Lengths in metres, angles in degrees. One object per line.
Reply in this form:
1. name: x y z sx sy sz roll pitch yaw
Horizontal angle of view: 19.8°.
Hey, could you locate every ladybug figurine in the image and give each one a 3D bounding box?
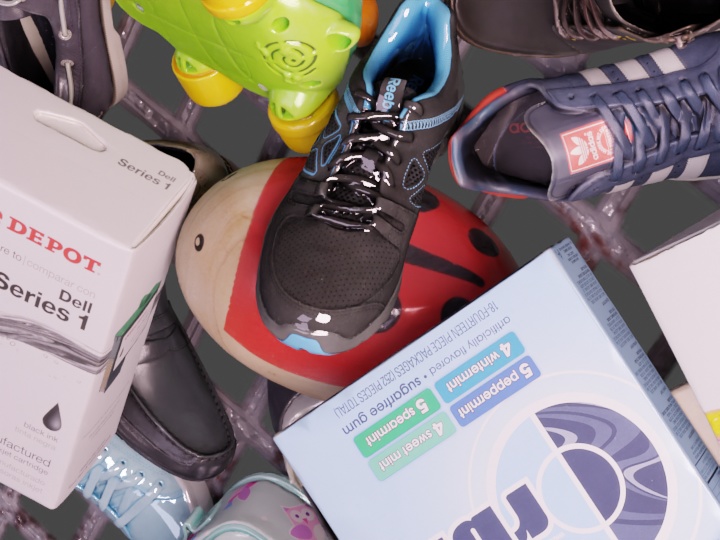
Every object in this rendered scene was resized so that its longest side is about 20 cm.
1. ladybug figurine: 0.000 0.000 1.073 0.198 0.137 0.072 16 151 4

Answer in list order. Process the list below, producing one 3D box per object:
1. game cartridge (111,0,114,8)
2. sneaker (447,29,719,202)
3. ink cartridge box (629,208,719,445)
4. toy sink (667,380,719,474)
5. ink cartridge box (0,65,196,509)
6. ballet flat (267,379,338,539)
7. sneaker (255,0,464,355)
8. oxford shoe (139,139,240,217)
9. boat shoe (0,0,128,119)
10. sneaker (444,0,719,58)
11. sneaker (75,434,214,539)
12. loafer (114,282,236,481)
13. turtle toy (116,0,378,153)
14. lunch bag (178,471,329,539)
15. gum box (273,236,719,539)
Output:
1. game cartridge: -0.200 -0.267 1.194 0.199 0.032 0.177 35 122 17
2. sneaker: 0.131 -0.068 1.001 0.199 0.084 0.076 -13 98 36
3. ink cartridge box: 0.246 0.039 0.923 0.144 0.145 0.201 -27 89 37
4. toy sink: 0.131 0.138 1.042 0.199 0.112 0.131 -30 89 21
5. ink cartridge box: -0.189 0.009 1.125 0.145 0.084 0.201 26 128 6
6. ballet flat: 0.000 0.121 1.137 0.073 0.073 0.201 -41 67 36
7. sneaker: -0.001 -0.051 1.010 0.073 0.201 0.082 16 145 7
8. oxford shoe: -0.169 -0.044 1.179 0.198 0.075 0.071 -13 71 12
9. boat shoe: -0.181 -0.154 1.139 0.072 0.063 0.201 25 146 31
10. sneaker: 0.108 -0.139 0.980 0.199 0.106 0.075 -7 102 35
11. sneaker: -0.174 0.112 1.266 0.200 0.082 0.074 47 126 10
12. loafer: -0.139 0.036 1.227 0.201 0.068 0.070 52 134 13
13. turtle toy: -0.069 -0.159 1.087 0.199 0.101 0.146 28 160 35
14. lunch bag: -0.060 0.218 1.216 0.160 0.077 0.200 43 123 2
15. gum box: 0.082 0.115 0.971 0.169 0.045 0.201 -35 86 20
